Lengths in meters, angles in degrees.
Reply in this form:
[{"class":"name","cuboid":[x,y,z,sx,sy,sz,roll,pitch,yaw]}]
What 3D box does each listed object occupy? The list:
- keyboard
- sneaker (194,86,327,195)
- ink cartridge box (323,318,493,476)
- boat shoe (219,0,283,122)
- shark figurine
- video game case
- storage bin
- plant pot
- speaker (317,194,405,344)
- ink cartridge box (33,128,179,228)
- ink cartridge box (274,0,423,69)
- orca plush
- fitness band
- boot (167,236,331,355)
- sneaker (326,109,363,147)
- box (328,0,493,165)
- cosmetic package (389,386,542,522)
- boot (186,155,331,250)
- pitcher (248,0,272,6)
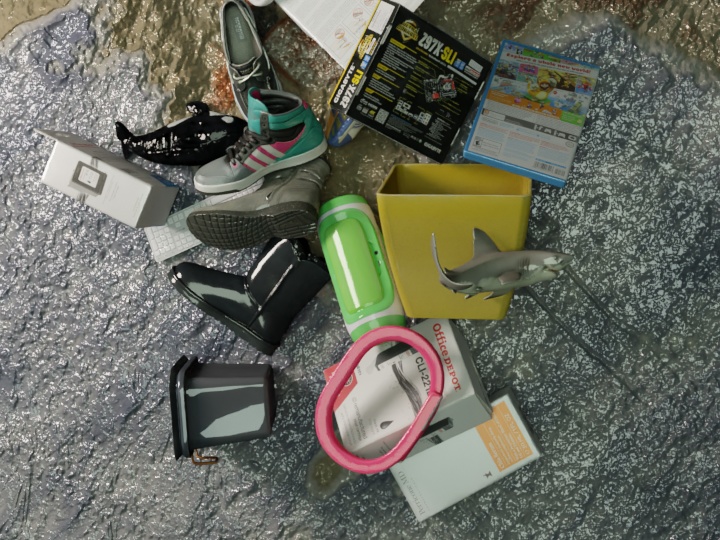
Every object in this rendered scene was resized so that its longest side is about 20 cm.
[{"class":"keyboard","cuboid":[-0.221,-0.076,1.784,0.198,0.011,0.057,-23,90,9]},{"class":"sneaker","cuboid":[-0.149,-0.188,1.688,0.198,0.084,0.122,-23,129,-9]},{"class":"ink cartridge box","cuboid":[0.065,0.170,1.685,0.198,0.084,0.145,-26,51,9]},{"class":"boat shoe","cuboid":[-0.163,-0.289,1.730,0.071,0.071,0.202,-20,93,8]},{"class":"shark figurine","cuboid":[0.145,-0.012,1.504,0.128,0.212,0.091,-27,72,51]},{"class":"video game case","cuboid":[0.233,-0.215,1.646,0.141,0.018,0.202,17,62,8]},{"class":"storage bin","cuboid":[-0.188,0.195,1.710,0.132,0.200,0.148,-4,93,0]},{"class":"plant pot","cuboid":[0.132,-0.038,1.648,0.197,0.200,0.179,2,106,9]},{"class":"speaker","cuboid":[0.000,0.000,1.691,0.087,0.088,0.202,-21,70,10]},{"class":"ink cartridge box","cuboid":[-0.375,-0.133,1.751,0.198,0.116,0.067,26,99,10]},{"class":"ink cartridge box","cuboid":[-0.013,-0.381,1.688,0.163,0.057,0.200,-46,72,8]},{"class":"orca plush","cuboid":[-0.262,-0.195,1.753,0.197,0.071,0.107,10,95,8]},{"class":"fitness band","cuboid":[0.026,0.170,1.605,0.143,0.037,0.201,34,94,13]},{"class":"boot","cuboid":[-0.155,0.001,1.744,0.199,0.076,0.169,36,101,0]},{"class":"sneaker","cuboid":[0.028,-0.245,1.702,0.087,0.076,0.201,19,122,-32]},{"class":"box","cuboid":[0.071,-0.252,1.644,0.049,0.199,0.161,33,99,48]},{"class":"cosmetic package","cuboid":[0.147,0.258,1.716,0.199,0.071,0.102,-31,89,10]},{"class":"boot","cuboid":[-0.140,-0.100,1.724,0.197,0.132,0.068,-5,133,13]},{"class":"pitcher","cuboid":[-0.173,-0.481,1.692,0.199,0.121,0.173,39,129,25]}]
